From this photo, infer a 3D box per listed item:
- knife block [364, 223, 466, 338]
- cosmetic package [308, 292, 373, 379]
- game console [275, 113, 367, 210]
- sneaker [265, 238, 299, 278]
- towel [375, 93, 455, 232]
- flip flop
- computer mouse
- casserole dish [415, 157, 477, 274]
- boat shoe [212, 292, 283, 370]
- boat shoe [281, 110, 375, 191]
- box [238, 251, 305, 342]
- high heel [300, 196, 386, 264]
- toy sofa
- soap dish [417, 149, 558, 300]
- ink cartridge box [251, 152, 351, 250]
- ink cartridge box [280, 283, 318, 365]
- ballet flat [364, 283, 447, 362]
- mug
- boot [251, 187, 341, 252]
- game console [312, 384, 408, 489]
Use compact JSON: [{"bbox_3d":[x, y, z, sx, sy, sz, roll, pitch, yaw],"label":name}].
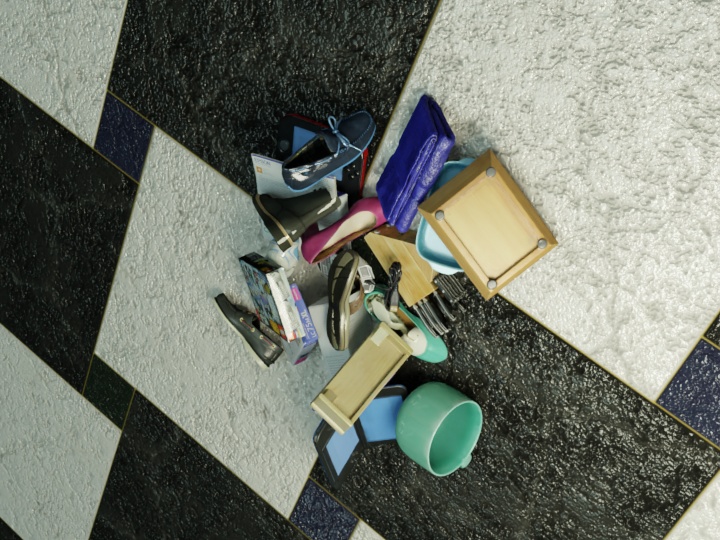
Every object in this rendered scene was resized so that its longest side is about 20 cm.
[{"bbox_3d":[0.101,0.022,1.733,0.197,0.064,0.178,16,115,27],"label":"knife block"},{"bbox_3d":[-0.022,0.145,1.837,0.070,0.101,0.203,-9,102,35],"label":"cosmetic package"},{"bbox_3d":[-0.080,-0.193,1.792,0.198,0.031,0.179,23,119,25],"label":"game console"},{"bbox_3d":[-0.152,-0.025,1.847,0.072,0.073,0.200,43,164,-1],"label":"sneaker"},{"bbox_3d":[0.087,-0.187,1.629,0.201,0.049,0.149,-62,31,32],"label":"towel"},{"bbox_3d":[-0.022,0.054,1.722,0.081,0.057,0.203,-137,46,-56],"label":"flip flop"},{"bbox_3d":[0.000,0.000,1.746,0.198,0.044,0.111,26,139,31],"label":"computer mouse"},{"bbox_3d":[0.167,-0.095,1.624,0.119,0.039,0.203,16,99,0],"label":"casserole dish"},{"bbox_3d":[-0.239,0.119,1.996,0.063,0.074,0.202,-43,68,0],"label":"boat shoe"},{"bbox_3d":[-0.053,-0.217,1.674,0.084,0.200,0.069,40,169,30],"label":"boat shoe"},{"bbox_3d":[-0.171,0.047,1.787,0.200,0.039,0.139,22,132,67],"label":"box"},{"bbox_3d":[-0.015,-0.070,1.704,0.197,0.096,0.068,-15,130,-6],"label":"high heel"},{"bbox_3d":[0.000,0.198,1.717,0.083,0.200,0.098,41,154,2],"label":"toy sofa"},{"bbox_3d":[0.214,-0.073,1.566,0.157,0.081,0.201,-37,96,8],"label":"soap dish"},{"bbox_3d":[-0.111,-0.126,1.801,0.197,0.041,0.202,19,134,26],"label":"ink cartridge box"},{"bbox_3d":[-0.130,0.105,1.855,0.121,0.041,0.200,65,163,14],"label":"ink cartridge box"},{"bbox_3d":[0.077,0.108,1.776,0.200,0.070,0.068,45,119,10],"label":"ballet flat"},{"bbox_3d":[0.137,0.300,1.759,0.114,0.151,0.188,28,127,40],"label":"mug"},{"bbox_3d":[-0.116,-0.117,1.734,0.078,0.137,0.200,58,177,-35],"label":"boot"},{"bbox_3d":[0.013,0.320,1.793,0.117,0.172,0.201,16,146,27],"label":"game console"}]
